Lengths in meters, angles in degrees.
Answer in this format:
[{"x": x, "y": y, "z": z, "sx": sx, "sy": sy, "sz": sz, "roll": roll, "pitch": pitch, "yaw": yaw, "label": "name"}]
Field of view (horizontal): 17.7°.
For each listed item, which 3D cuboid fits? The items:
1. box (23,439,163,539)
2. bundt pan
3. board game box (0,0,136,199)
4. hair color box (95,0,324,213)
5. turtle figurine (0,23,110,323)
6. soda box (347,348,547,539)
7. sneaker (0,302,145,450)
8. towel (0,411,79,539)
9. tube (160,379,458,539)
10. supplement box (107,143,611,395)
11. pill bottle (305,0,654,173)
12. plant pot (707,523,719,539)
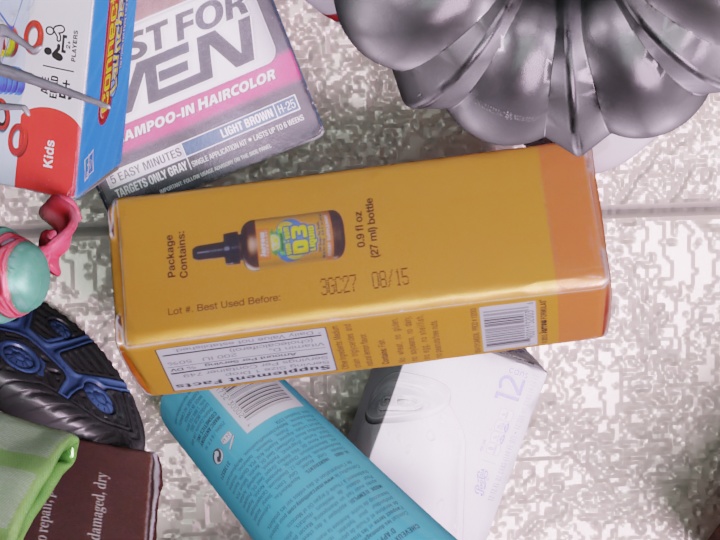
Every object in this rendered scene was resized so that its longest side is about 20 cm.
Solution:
[{"x": -0.191, "y": 0.169, "z": 0.921, "sx": 0.198, "sy": 0.165, "sz": 0.167, "roll": 9, "pitch": 124, "yaw": -8, "label": "box"}, {"x": 0.071, "y": -0.124, "z": 0.819, "sx": 0.200, "sy": 0.076, "sz": 0.203, "roll": 4, "pitch": 127, "yaw": 5, "label": "bundt pan"}, {"x": -0.183, "y": -0.146, "z": 0.900, "sx": 0.194, "sy": 0.056, "sz": 0.202, "roll": 12, "pitch": 110, "yaw": 11, "label": "board game box"}, {"x": -0.098, "y": -0.132, "z": 0.960, "sx": 0.099, "sy": 0.061, "sz": 0.201, "roll": -23, "pitch": 101, "yaw": -3, "label": "hair color box"}, {"x": -0.185, "y": -0.010, "z": 0.853, "sx": 0.198, "sy": 0.150, "sz": 0.101, "roll": 1, "pitch": 134, "yaw": 25, "label": "turtle figurine"}, {"x": 0.015, "y": 0.120, "z": 1.013, "sx": 0.063, "sy": 0.068, "sz": 0.202, "roll": 19, "pitch": 97, "yaw": -10, "label": "soda box"}, {"x": -0.185, "y": 0.043, "z": 0.981, "sx": 0.199, "sy": 0.076, "sz": 0.077, "roll": 27, "pitch": 114, "yaw": -8, "label": "sneaker"}, {"x": -0.222, "y": 0.073, "z": 0.869, "sx": 0.198, "sy": 0.150, "sz": 0.031, "roll": 16, "pitch": 126, "yaw": 7, "label": "towel"}, {"x": -0.012, "y": 0.103, "z": 0.946, "sx": 0.077, "sy": 0.200, "sz": 0.050, "roll": -41, "pitch": 139, "yaw": -5, "label": "tube"}, {"x": 0.000, "y": 0.000, "z": 0.942, "sx": 0.198, "sy": 0.069, "sz": 0.067, "roll": -6, "pitch": 68, "yaw": 1, "label": "supplement box"}, {"x": 0.043, "y": -0.133, "z": 0.935, "sx": 0.199, "sy": 0.112, "sz": 0.113, "roll": 31, "pitch": 95, "yaw": -22, "label": "pill bottle"}, {"x": 0.276, "y": 0.089, "z": 0.987, "sx": 0.199, "sy": 0.200, "sz": 0.199, "roll": 33, "pitch": 87, "yaw": -11, "label": "plant pot"}]
